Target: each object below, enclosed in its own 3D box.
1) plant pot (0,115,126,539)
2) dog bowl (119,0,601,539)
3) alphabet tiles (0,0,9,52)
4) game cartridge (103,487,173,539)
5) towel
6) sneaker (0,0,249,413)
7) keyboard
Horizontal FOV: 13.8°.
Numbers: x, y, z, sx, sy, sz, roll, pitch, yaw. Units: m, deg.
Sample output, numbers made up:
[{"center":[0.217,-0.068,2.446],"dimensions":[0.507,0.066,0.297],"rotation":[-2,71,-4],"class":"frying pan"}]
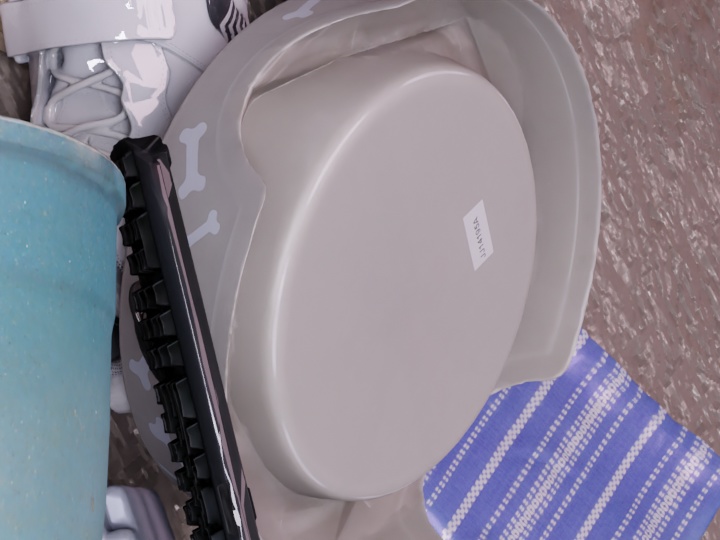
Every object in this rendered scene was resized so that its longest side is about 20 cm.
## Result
[{"center":[-0.153,0.074,0.731],"dimensions":[0.200,0.199,0.189],"rotation":[12,70,-50],"class":"plant pot"},{"center":[0.000,0.000,0.962],"dimensions":[0.200,0.059,0.201],"rotation":[-28,126,-46],"class":"dog bowl"},{"center":[-0.144,-0.171,1.010],"dimensions":[0.195,0.015,0.201],"rotation":[0,72,-53],"class":"alphabet tiles"},{"center":[-0.049,0.163,0.879],"dimensions":[0.133,0.040,0.201],"rotation":[37,34,-83],"class":"game cartridge"},{"center":[0.047,0.048,1.097],"dimensions":[0.200,0.024,0.145],"rotation":[44,40,-4],"class":"towel"},{"center":[-0.083,-0.054,0.963],"dimensions":[0.115,0.075,0.201],"rotation":[-50,124,-50],"class":"sneaker"},{"center":[-0.041,0.063,0.816],"dimensions":[0.127,0.021,0.201],"rotation":[158,-81,-85],"class":"keyboard"}]
